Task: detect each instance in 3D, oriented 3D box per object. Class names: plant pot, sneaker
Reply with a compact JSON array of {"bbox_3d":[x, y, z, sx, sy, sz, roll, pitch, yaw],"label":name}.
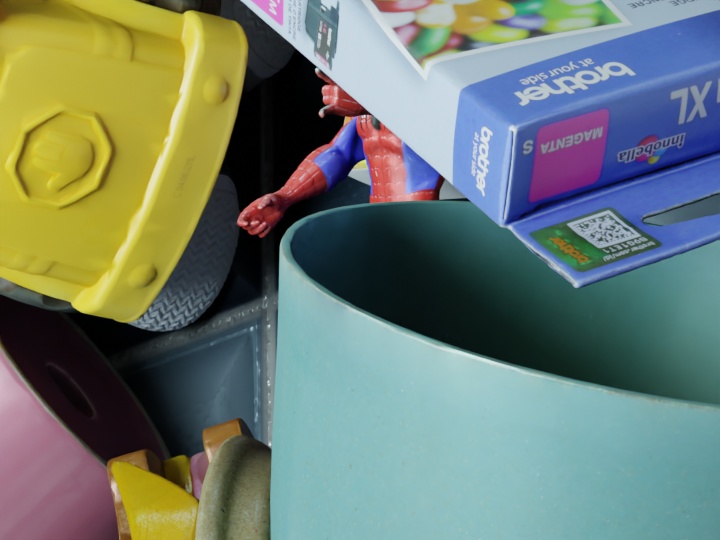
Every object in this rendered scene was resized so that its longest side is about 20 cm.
[{"bbox_3d":[-0.180,0.097,0.863,0.179,0.200,0.200,-40,48,7],"label":"plant pot"},{"bbox_3d":[-0.095,-0.079,0.912,0.114,0.075,0.200,9,84,44],"label":"sneaker"},{"bbox_3d":[0.066,0.083,0.614,0.201,0.201,0.161,24,111,47],"label":"plant pot"}]

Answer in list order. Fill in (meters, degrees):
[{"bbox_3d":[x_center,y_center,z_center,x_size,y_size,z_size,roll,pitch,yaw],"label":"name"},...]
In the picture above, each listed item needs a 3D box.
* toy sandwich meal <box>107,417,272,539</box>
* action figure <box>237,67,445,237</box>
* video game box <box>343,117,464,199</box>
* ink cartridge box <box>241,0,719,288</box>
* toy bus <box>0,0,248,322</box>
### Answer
[{"bbox_3d":[-0.040,0.141,0.699,0.070,0.205,0.205,-12,63,10],"label":"toy sandwich meal"},{"bbox_3d":[0.000,0.000,0.735,0.065,0.099,0.200,-1,89,46],"label":"action figure"},{"bbox_3d":[0.088,-0.121,0.769,0.200,0.047,0.182,-2,71,45],"label":"video game box"},{"bbox_3d":[0.055,-0.074,0.668,0.200,0.119,0.042,46,143,42],"label":"ink cartridge box"},{"bbox_3d":[-0.173,-0.078,0.807,0.200,0.192,0.136,35,110,43],"label":"toy bus"}]
